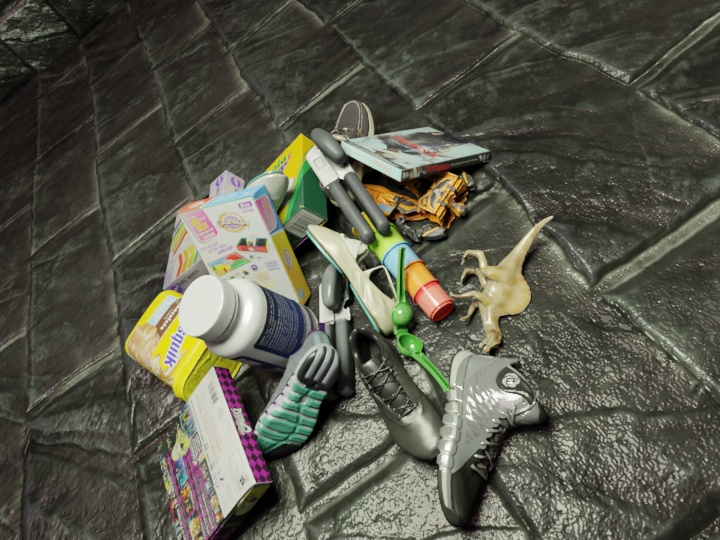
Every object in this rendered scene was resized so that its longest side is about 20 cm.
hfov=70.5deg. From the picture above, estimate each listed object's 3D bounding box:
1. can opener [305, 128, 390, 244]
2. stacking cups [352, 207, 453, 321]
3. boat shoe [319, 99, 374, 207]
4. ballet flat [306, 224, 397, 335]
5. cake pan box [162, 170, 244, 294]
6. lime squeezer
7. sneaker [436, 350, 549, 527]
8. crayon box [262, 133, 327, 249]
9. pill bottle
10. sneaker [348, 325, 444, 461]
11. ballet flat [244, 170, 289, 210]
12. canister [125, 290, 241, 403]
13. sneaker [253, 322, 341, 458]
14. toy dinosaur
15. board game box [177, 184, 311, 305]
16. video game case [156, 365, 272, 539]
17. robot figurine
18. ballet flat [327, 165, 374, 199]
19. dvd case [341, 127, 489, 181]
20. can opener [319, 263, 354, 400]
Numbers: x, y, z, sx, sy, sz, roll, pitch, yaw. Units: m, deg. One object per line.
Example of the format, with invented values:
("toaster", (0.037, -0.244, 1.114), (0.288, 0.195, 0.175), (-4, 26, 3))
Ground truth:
("can opener", (-0.025, -0.132, 0.765), (0.053, 0.067, 0.201), (-31, 63, -3))
("stacking cups", (0.063, -0.013, 0.752), (0.060, 0.061, 0.200), (-39, 56, 1))
("boat shoe", (-0.027, -0.209, 0.861), (0.071, 0.065, 0.202), (-2, 68, 34))
("ballet flat", (0.000, 0.000, 0.749), (0.069, 0.069, 0.201), (-36, 84, 3))
("cake pan box", (-0.302, -0.073, 0.991), (0.183, 0.052, 0.202), (-28, 48, 32))
("lime squeezer", (0.066, 0.073, 0.694), (0.037, 0.071, 0.202), (-11, 71, -16))
("sneaker", (0.153, 0.185, 0.577), (0.114, 0.075, 0.202), (-4, 58, 25))
("crayon box", (-0.143, -0.113, 0.908), (0.199, 0.058, 0.174), (-35, 46, 35))
("pill bottle", (-0.156, 0.076, 0.730), (0.110, 0.200, 0.112), (-12, 65, 27))
("sneaker", (0.038, 0.153, 0.652), (0.076, 0.091, 0.200), (-39, 50, 0))
("ballet flat", (-0.174, -0.102, 0.847), (0.199, 0.069, 0.070), (-19, 48, 50))
("canister", (-0.297, 0.125, 0.867), (0.199, 0.087, 0.150), (17, 69, 38))
("sneaker", (-0.089, 0.171, 0.718), (0.201, 0.074, 0.088), (-56, 22, 18))
("toy dinosaur", (0.186, 0.013, 0.694), (0.100, 0.058, 0.202), (21, 79, 22))
("board game box", (-0.185, -0.026, 0.828), (0.151, 0.202, 0.040), (-8, 28, 25))
("video game case", (-0.215, 0.272, 0.720), (0.182, 0.036, 0.200), (-53, 47, 16))
("robot figurine", (0.085, -0.127, 0.828), (0.199, 0.058, 0.146), (25, 77, 39))
("ballet flat", (-0.047, -0.185, 0.939), (0.199, 0.064, 0.076), (-31, 44, 9))
("dvd case", (0.089, -0.190, 0.815), (0.198, 0.022, 0.146), (-20, 39, -33))
("can opener", (-0.043, 0.090, 0.761), (0.052, 0.066, 0.202), (-17, 58, 21))
